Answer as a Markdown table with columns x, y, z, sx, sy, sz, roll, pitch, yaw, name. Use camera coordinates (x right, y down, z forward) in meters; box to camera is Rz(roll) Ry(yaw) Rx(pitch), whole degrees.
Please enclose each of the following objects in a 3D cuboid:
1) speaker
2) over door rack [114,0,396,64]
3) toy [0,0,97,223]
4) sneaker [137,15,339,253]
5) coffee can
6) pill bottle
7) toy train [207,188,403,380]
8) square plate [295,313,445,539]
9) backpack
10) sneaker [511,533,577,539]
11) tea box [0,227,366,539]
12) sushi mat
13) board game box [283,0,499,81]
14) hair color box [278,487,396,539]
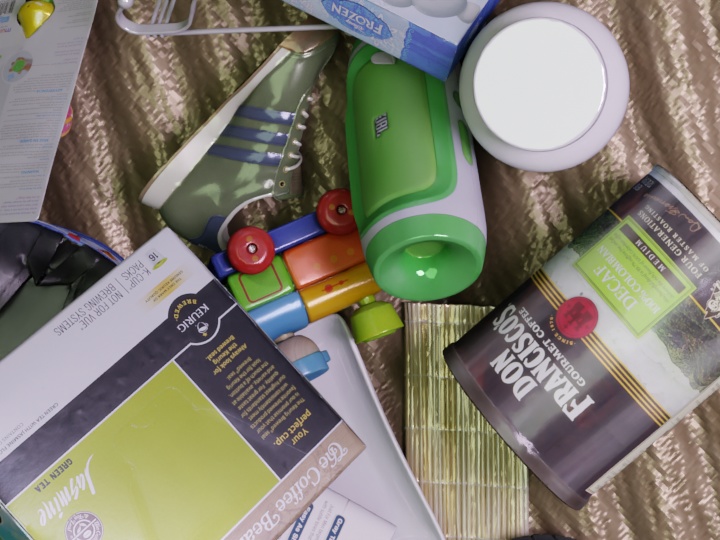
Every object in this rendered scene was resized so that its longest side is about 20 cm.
| x | y | z | sx | sy | sz | roll | pitch | yaw | name |
| --- | --- | --- | --- | --- | --- | --- | --- | --- | --- |
| 0.036 | -0.081 | 1.012 | 0.088 | 0.088 | 0.200 | -13 | 53 | 10 | speaker |
| -0.062 | -0.229 | 1.035 | 0.200 | 0.067 | 0.148 | 7 | 58 | 9 | over door rack |
| -0.249 | -0.119 | 1.090 | 0.115 | 0.047 | 0.200 | -2 | 69 | 30 | toy |
| -0.069 | -0.095 | 1.092 | 0.090 | 0.067 | 0.200 | 44 | 101 | -6 | sneaker |
| 0.178 | 0.046 | 1.016 | 0.200 | 0.146 | 0.146 | -42 | 89 | 6 | coffee can |
| 0.125 | -0.122 | 0.985 | 0.112 | 0.200 | 0.113 | 1 | 97 | 8 | pill bottle |
| 0.000 | 0.000 | 1.066 | 0.200 | 0.085 | 0.116 | -24 | 85 | -12 | toy train |
| -0.059 | 0.158 | 1.127 | 0.198 | 0.028 | 0.200 | -24 | 92 | 15 | square plate |
| -0.244 | 0.059 | 1.087 | 0.200 | 0.154 | 0.191 | 29 | 96 | -3 | backpack |
| 0.106 | 0.249 | 1.096 | 0.200 | 0.073 | 0.082 | -1 | 131 | 3 | sneaker |
| -0.144 | 0.119 | 0.933 | 0.197 | 0.134 | 0.200 | 48 | 60 | 0 | tea box |
| 0.080 | 0.123 | 1.114 | 0.095 | 0.012 | 0.200 | 0 | 96 | 8 | sushi mat |
| 0.017 | -0.247 | 1.002 | 0.199 | 0.043 | 0.200 | 28 | 57 | 8 | board game box |
| -0.086 | 0.183 | 1.044 | 0.200 | 0.061 | 0.100 | 30 | 60 | -7 | hair color box |
